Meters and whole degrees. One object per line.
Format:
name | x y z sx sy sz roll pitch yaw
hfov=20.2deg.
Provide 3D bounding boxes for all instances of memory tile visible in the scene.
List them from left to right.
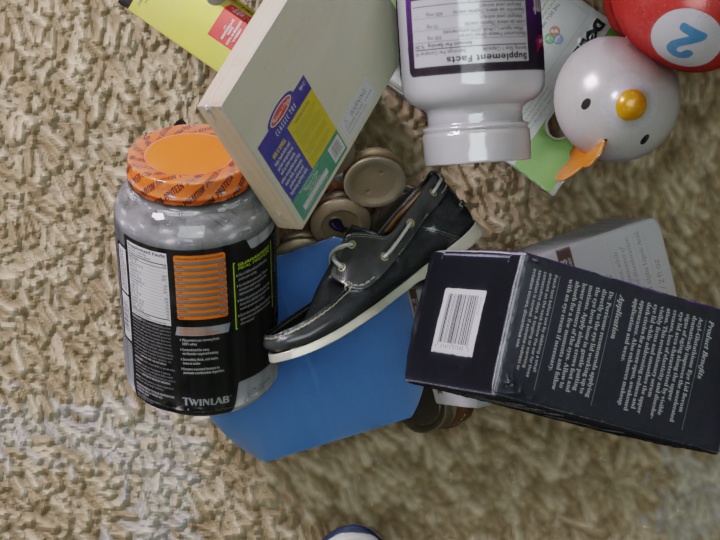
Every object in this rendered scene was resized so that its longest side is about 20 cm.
memory tile | -0.073 -0.045 1.601 0.153 0.017 0.200 28 121 -26

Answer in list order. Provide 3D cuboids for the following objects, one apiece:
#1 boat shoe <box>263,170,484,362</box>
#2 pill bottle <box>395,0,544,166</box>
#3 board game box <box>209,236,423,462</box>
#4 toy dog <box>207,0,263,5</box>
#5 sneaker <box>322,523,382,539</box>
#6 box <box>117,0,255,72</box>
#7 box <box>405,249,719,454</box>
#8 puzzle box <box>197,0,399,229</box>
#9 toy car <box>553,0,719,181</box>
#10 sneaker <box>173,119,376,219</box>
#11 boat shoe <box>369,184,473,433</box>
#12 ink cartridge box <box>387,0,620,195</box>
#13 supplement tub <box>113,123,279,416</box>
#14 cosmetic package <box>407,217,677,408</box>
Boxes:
boat shoe | 0.000 0.000 1.545 0.200 0.072 0.068 -37 102 -18
pill bottle | 0.083 -0.182 1.536 0.111 0.111 0.201 -3 93 2
board game box | -0.042 0.059 1.640 0.199 0.039 0.159 -19 98 16
toy dog | -0.068 -0.230 1.576 0.199 0.132 0.097 11 70 -40
sneaker | -0.004 0.304 1.607 0.080 0.146 0.201 -3 91 2
box | -0.096 -0.182 1.634 0.200 0.075 0.050 36 103 2
box | 0.157 0.058 1.482 0.199 0.148 0.105 15 85 -24
puzzle box | -0.038 -0.148 1.494 0.025 0.133 0.200 5 52 36
toy car | 0.205 -0.146 1.485 0.184 0.177 0.201 27 97 -10
sneaker | -0.062 -0.089 1.638 0.199 0.071 0.080 4 55 -14
boat shoe | 0.053 0.029 1.641 0.072 0.068 0.201 -1 95 37
ink cartridge box | 0.110 -0.174 1.631 0.200 0.076 0.148 35 92 -4
supplement tub | -0.123 -0.001 1.534 0.122 0.123 0.201 2 121 2
cosmetic package | 0.146 0.031 1.594 0.199 0.074 0.102 -20 98 -24
